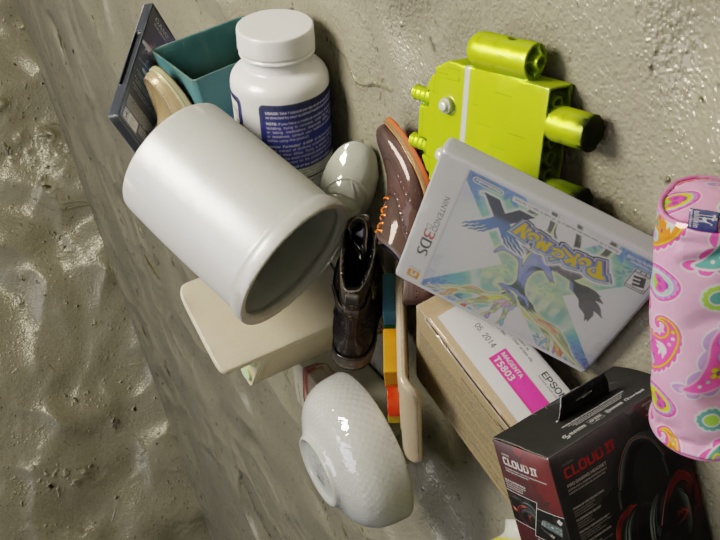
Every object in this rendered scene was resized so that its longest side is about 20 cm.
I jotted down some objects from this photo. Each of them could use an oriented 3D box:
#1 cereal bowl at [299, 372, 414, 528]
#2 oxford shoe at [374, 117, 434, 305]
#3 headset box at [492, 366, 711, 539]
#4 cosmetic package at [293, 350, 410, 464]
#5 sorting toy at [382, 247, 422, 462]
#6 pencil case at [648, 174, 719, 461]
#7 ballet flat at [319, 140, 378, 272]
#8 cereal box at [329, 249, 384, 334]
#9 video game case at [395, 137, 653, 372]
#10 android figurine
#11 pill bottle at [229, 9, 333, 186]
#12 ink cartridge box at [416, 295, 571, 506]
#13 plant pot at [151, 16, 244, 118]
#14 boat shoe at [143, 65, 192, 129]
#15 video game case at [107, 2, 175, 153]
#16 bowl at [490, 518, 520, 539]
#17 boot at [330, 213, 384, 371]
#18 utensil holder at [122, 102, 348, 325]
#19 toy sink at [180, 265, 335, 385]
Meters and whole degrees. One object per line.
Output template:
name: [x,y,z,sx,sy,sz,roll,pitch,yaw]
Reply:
cereal bowl: [-0.019,0.234,1.106,0.200,0.083,0.201,49,153,37]
oxford shoe: [0.044,-0.061,0.927,0.071,0.072,0.201,57,-165,-85]
headset box: [0.205,0.186,0.744,0.075,0.148,0.201,7,117,61]
cosmetic package: [-0.011,0.198,1.276,0.200,0.087,0.104,42,147,44]
sorting toy: [0.042,0.095,1.012,0.185,0.036,0.201,84,-179,-55]
pencil case: [0.245,0.034,0.612,0.087,0.087,0.201,34,138,51]
ballet flat: [-0.029,-0.064,1.069,0.070,0.069,0.200,54,138,26]
cereal box: [-0.031,-0.001,1.205,0.144,0.039,0.201,-25,88,65]
video game case: [0.138,-0.005,0.752,0.199,0.022,0.183,27,146,7]
android figurine: [0.115,-0.113,0.764,0.200,0.041,0.183,30,127,41]
pill bottle: [-0.095,-0.201,1.065,0.120,0.119,0.201,44,147,41]
ink cartridge box: [0.138,0.129,0.891,0.200,0.075,0.165,54,164,27]
plant pot: [-0.167,-0.210,1.190,0.141,0.141,0.201,40,149,46]
boat shoe: [-0.233,-0.161,1.129,0.072,0.065,0.201,33,149,53]
video game case: [-0.272,-0.234,1.180,0.143,0.019,0.201,62,-152,-53]
bowl: [0.185,0.312,0.900,0.200,0.199,0.108,149,128,-66]
boot: [0.000,0.000,1.019,0.175,0.069,0.201,92,180,-49]
utensil holder: [-0.142,-0.067,0.992,0.200,0.170,0.170,40,149,15]
toy sink: [-0.127,0.063,1.164,0.131,0.199,0.112,58,153,17]
